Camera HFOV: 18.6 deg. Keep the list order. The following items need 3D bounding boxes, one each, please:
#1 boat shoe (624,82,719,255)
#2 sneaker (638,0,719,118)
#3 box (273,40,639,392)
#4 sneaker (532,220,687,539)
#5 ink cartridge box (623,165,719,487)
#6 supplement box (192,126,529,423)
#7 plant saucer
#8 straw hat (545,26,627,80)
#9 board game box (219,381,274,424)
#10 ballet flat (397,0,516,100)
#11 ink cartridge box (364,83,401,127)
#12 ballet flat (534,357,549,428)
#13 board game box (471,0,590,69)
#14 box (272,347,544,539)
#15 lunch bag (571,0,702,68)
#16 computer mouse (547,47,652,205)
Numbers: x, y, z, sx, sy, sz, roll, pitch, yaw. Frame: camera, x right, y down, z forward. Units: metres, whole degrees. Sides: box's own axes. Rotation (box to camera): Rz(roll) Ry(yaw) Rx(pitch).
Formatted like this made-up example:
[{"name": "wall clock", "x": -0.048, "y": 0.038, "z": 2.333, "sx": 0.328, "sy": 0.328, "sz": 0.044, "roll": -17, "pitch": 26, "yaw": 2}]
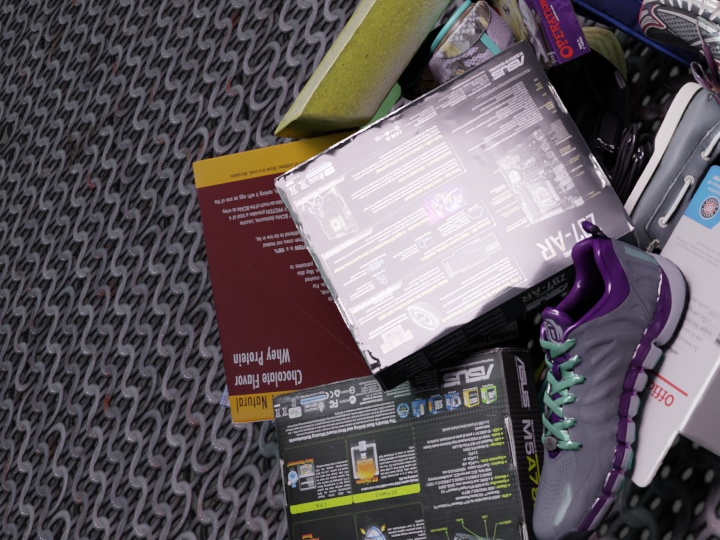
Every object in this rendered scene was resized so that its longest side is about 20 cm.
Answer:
[{"name": "boat shoe", "x": 0.218, "y": -0.033, "z": 1.496, "sx": 0.061, "sy": 0.073, "sz": 0.201, "roll": 16, "pitch": 74, "yaw": 26}, {"name": "sneaker", "x": 0.256, "y": -0.134, "z": 1.468, "sx": 0.200, "sy": 0.080, "sz": 0.075, "roll": 37, "pitch": 101, "yaw": 42}, {"name": "box", "x": 0.064, "y": -0.038, "z": 1.471, "sx": 0.199, "sy": 0.044, "sz": 0.161, "roll": -30, "pitch": 68, "yaw": 1}, {"name": "sneaker", "x": 0.133, "y": 0.072, "z": 1.389, "sx": 0.074, "sy": 0.087, "sz": 0.202, "roll": 0, "pitch": 67, "yaw": 58}, {"name": "ink cartridge box", "x": 0.228, "y": 0.046, "z": 1.417, "sx": 0.201, "sy": 0.066, "sz": 0.116, "roll": -60, "pitch": 29, "yaw": 5}, {"name": "supplement box", "x": 0.000, "y": 0.000, "z": 1.637, "sx": 0.196, "sy": 0.132, "sz": 0.202, "roll": -8, "pitch": 91, "yaw": 42}, {"name": "plant saucer", "x": 0.018, "y": -0.173, "z": 1.592, "sx": 0.201, "sy": 0.048, "sz": 0.200, "roll": -56, "pitch": 5, "yaw": -4}, {"name": "straw hat", "x": 0.111, "y": -0.125, "z": 1.731, "sx": 0.201, "sy": 0.085, "sz": 0.202, "roll": -38, "pitch": 38, "yaw": 37}, {"name": "board game box", "x": -0.048, "y": -0.008, "z": 1.841, "sx": 0.200, "sy": 0.061, "sz": 0.201, "roll": -77, "pitch": 7, "yaw": -61}, {"name": "ballet flat", "x": 0.073, "y": -0.146, "z": 1.599, "sx": 0.073, "sy": 0.072, "sz": 0.200, "roll": -65, "pitch": 7, "yaw": -6}, {"name": "ink cartridge box", "x": 0.061, "y": -0.062, "z": 1.693, "sx": 0.145, "sy": 0.048, "sz": 0.201, "roll": -37, "pitch": 77, "yaw": 39}, {"name": "ballet flat", "x": 0.127, "y": 0.120, "z": 1.525, "sx": 0.067, "sy": 0.066, "sz": 0.202, "roll": -5, "pitch": 63, "yaw": 64}, {"name": "board game box", "x": 0.107, "y": -0.199, "z": 1.554, "sx": 0.032, "sy": 0.121, "sz": 0.200, "roll": -20, "pitch": 4, "yaw": -6}, {"name": "box", "x": 0.038, "y": 0.164, "z": 1.496, "sx": 0.199, "sy": 0.047, "sz": 0.195, "roll": -15, "pitch": 81, "yaw": 35}, {"name": "lunch bag", "x": 0.190, "y": -0.239, "z": 1.581, "sx": 0.133, "sy": 0.199, "sz": 0.136, "roll": -55, "pitch": 36, "yaw": 19}, {"name": "computer mouse", "x": 0.172, "y": -0.075, "z": 1.608, "sx": 0.200, "sy": 0.046, "sz": 0.141, "roll": -111, "pitch": 33, "yaw": -59}]
